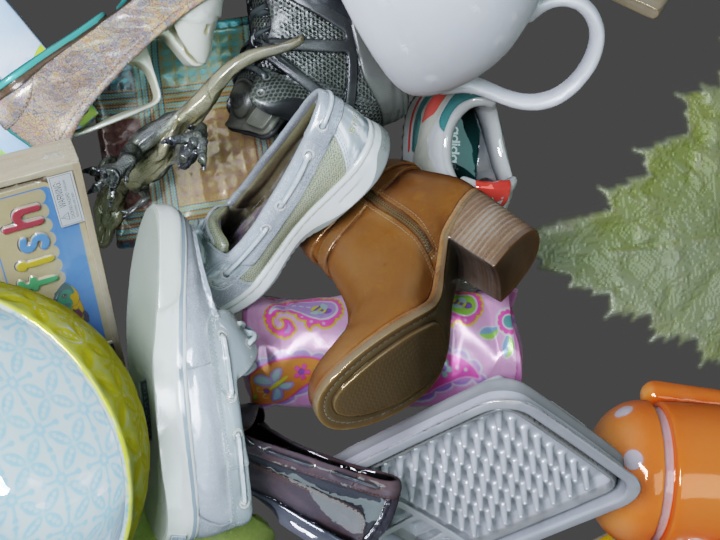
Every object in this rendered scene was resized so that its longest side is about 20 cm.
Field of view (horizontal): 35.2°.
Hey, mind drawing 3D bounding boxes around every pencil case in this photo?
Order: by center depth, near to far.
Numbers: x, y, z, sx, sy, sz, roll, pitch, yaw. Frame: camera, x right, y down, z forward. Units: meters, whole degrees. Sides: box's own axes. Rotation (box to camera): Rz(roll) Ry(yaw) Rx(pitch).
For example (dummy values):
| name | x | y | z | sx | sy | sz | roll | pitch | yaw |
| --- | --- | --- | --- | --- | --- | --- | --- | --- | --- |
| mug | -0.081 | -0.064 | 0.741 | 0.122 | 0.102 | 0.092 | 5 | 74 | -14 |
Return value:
| name | x | y | z | sx | sy | sz | roll | pitch | yaw |
| --- | --- | --- | --- | --- | --- | --- | --- | --- | --- |
| pencil case | 0.016 | 0.053 | 0.792 | 0.198 | 0.087 | 0.088 | -3 | 96 | -2 |

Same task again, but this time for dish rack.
| name | x | y | z | sx | sy | sz | roll | pitch | yaw |
| --- | --- | --- | --- | --- | --- | --- | --- | --- | --- |
| dish rack | 0.077 | 0.144 | 0.804 | 0.171 | 0.199 | 0.044 | 36 | 39 | -33 |

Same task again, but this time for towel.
| name | x | y | z | sx | sy | sz | roll | pitch | yaw |
| --- | --- | --- | --- | --- | --- | --- | --- | --- | --- |
| towel | -0.084 | -0.103 | 0.800 | 0.198 | 0.022 | 0.148 | -11 | 98 | -17 |

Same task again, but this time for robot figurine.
| name | x | y | z | sx | sy | sz | roll | pitch | yaw |
| --- | --- | --- | --- | --- | --- | --- | --- | --- | --- |
| robot figurine | 0.261 | 0.161 | 0.880 | 0.198 | 0.117 | 0.145 | 4 | 87 | -1 |

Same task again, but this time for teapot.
| name | x | y | z | sx | sy | sz | roll | pitch | yaw |
| --- | --- | --- | --- | --- | --- | --- | --- | --- | --- |
| teapot | 0.061 | -0.214 | 0.717 | 0.145 | 0.200 | 0.199 | -22 | 72 | 15 |

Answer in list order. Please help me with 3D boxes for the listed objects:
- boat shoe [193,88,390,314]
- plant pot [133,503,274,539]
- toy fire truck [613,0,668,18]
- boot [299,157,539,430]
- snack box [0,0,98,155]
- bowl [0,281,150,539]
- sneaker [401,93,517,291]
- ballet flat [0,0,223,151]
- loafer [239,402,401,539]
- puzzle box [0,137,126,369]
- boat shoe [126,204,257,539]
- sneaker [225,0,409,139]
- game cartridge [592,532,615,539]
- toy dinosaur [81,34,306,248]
| name | x | y | z | sx | sy | sz | roll | pitch | yaw |
| --- | --- | --- | --- | --- | --- | --- | --- | --- | --- |
| boat shoe | -0.069 | -0.038 | 0.747 | 0.202 | 0.075 | 0.065 | -38 | 126 | 26 |
| plant pot | -0.148 | 0.226 | 0.735 | 0.199 | 0.200 | 0.191 | 35 | 72 | -18 |
| toy fire truck | 0.160 | -0.293 | 0.824 | 0.176 | 0.128 | 0.200 | -44 | 118 | -11 |
| boot | 0.000 | 0.000 | 0.737 | 0.200 | 0.155 | 0.077 | -45 | 145 | -21 |
| snack box | -0.292 | -0.097 | 0.704 | 0.200 | 0.068 | 0.169 | -41 | 103 | -10 |
| bowl | -0.202 | 0.092 | 0.668 | 0.198 | 0.108 | 0.202 | 4 | 106 | 14 |
| sneaker | 0.072 | -0.036 | 0.821 | 0.070 | 0.093 | 0.202 | -2 | 95 | -18 |
| ballet flat | -0.134 | -0.141 | 0.700 | 0.200 | 0.068 | 0.067 | -43 | 107 | -14 |
| loafer | -0.064 | 0.116 | 0.752 | 0.199 | 0.072 | 0.063 | 32 | 101 | 2 |
| puzzle box | -0.223 | 0.019 | 0.702 | 0.132 | 0.025 | 0.201 | -17 | 137 | -16 |
| boat shoe | -0.099 | 0.061 | 0.693 | 0.071 | 0.070 | 0.203 | -1 | 83 | -28 |
| sneaker | -0.058 | -0.164 | 0.754 | 0.114 | 0.076 | 0.201 | -34 | 109 | -18 |
| game cartridge | 0.284 | 0.290 | 0.957 | 0.175 | 0.032 | 0.202 | -22 | 100 | -16 |
| toy dinosaur | -0.119 | -0.077 | 0.703 | 0.200 | 0.088 | 0.048 | -38 | 103 | 22 |
